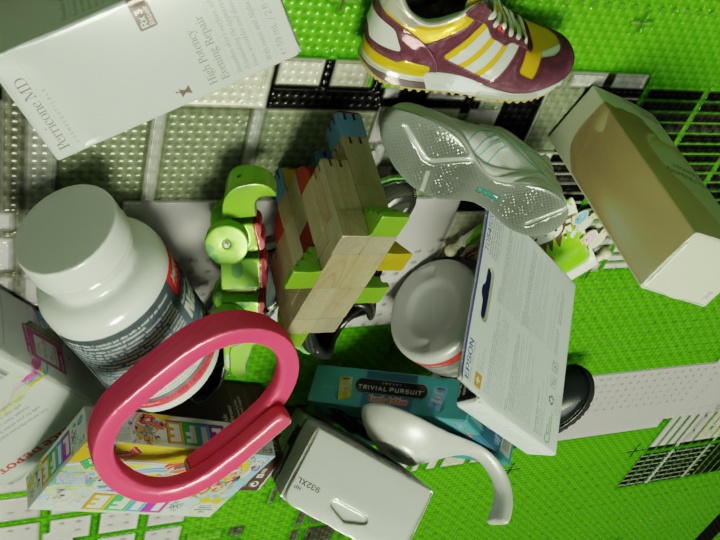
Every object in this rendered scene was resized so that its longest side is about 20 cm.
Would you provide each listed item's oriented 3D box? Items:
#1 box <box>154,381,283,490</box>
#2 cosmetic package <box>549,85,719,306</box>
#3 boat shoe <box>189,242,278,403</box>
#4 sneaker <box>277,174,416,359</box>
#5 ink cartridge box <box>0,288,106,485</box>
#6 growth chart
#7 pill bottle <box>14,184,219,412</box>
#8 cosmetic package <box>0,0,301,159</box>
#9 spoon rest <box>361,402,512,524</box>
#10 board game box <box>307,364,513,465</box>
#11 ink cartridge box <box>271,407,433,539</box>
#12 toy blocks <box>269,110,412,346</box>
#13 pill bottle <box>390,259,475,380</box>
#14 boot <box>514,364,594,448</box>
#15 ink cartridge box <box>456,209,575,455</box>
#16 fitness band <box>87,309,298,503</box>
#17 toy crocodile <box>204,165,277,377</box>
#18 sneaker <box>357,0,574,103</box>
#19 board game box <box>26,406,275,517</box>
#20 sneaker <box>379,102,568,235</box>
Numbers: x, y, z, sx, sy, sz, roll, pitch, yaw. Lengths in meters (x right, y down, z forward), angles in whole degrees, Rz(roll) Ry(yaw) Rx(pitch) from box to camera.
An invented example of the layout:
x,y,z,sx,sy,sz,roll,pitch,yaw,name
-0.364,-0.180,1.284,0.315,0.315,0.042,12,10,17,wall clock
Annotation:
x,y,z,sx,sy,sz,roll,pitch,yaw,name
-0.190,0.173,1.029,0.197,0.101,0.075,9,132,-35,box
0.268,-0.071,0.895,0.104,0.202,0.071,13,130,-37,cosmetic package
-0.120,0.055,0.957,0.072,0.062,0.200,22,123,-39,boat shoe
0.000,0.000,0.921,0.076,0.084,0.202,13,115,-50,sneaker
-0.346,0.102,0.880,0.143,0.085,0.200,-32,140,11,ink cartridge box
0.194,-0.025,1.060,0.144,0.018,0.199,-37,140,16,growth chart
-0.209,0.025,0.832,0.118,0.121,0.201,-23,142,0,pill bottle
-0.153,-0.169,0.677,0.197,0.075,0.102,-25,141,0,cosmetic package
0.085,0.197,1.038,0.199,0.061,0.099,37,154,-12,spoon rest
0.061,0.165,1.098,0.197,0.048,0.151,3,154,30,board game box
-0.018,0.229,1.064,0.144,0.200,0.085,30,84,-8,ink cartridge box
-0.034,-0.043,0.838,0.098,0.139,0.201,-1,147,-26,toy blocks
0.131,0.076,1.066,0.113,0.115,0.199,-38,139,18,pill bottle
0.187,0.169,1.229,0.198,0.077,0.167,-32,145,21,boot
0.148,0.057,0.963,0.040,0.203,0.200,-8,147,37,ink cartridge box
-0.140,0.117,0.826,0.199,0.038,0.144,-39,131,1,fitness band
-0.106,0.002,0.863,0.060,0.068,0.204,1,115,-3,toy crocodile
0.099,-0.193,0.773,0.196,0.076,0.091,-5,143,-23,sneaker
-0.199,0.188,0.921,0.198,0.035,0.134,13,135,-38,board game box
0.103,-0.103,0.889,0.198,0.081,0.071,25,132,-21,sneaker
